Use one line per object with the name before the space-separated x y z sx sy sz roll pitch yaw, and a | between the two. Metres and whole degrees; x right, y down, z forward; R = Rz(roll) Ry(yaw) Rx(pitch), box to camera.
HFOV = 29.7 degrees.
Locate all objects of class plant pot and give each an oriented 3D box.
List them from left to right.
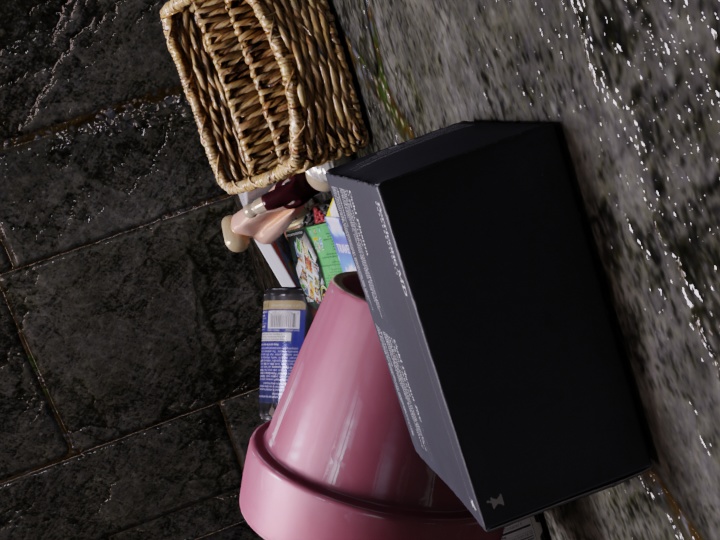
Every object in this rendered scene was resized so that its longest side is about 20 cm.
plant pot | 0.022 0.103 0.981 0.200 0.198 0.181 -131 51 -70

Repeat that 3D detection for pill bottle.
pill bottle | -0.062 0.123 1.578 0.112 0.111 0.202 146 127 -82

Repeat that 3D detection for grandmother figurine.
grandmother figurine | -0.070 -0.083 1.460 0.061 0.121 0.200 51 142 -7

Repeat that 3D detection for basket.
basket | -0.092 -0.184 1.278 0.143 0.148 0.202 -163 55 -81

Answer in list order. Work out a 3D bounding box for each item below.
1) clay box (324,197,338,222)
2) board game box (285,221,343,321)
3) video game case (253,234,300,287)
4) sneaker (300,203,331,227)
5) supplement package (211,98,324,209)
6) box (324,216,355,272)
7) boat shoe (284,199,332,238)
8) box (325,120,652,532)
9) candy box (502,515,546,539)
clay box | 0.000 0.000 1.365 0.200 0.047 0.116 115 136 -69
board game box | -0.031 0.004 1.346 0.200 0.023 0.106 178 78 -75
video game case | -0.084 -0.019 1.768 0.144 0.017 0.200 60 -166 -5
sneaker | 0.000 0.025 1.500 0.096 0.079 0.201 35 -143 -73
supplement package | -0.100 -0.147 1.554 0.200 0.113 0.110 108 140 -77
box | 0.037 0.042 1.196 0.122 0.047 0.202 6 115 66
boat shoe | -0.055 -0.043 1.679 0.200 0.072 0.068 104 141 -88
box | 0.069 0.022 0.800 0.182 0.103 0.201 -142 34 -78
candy box | 0.123 0.257 1.150 0.136 0.061 0.202 -142 34 -77
